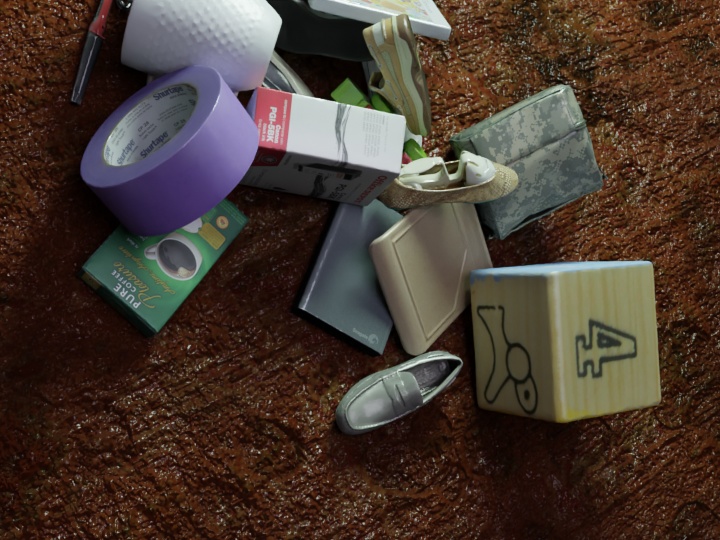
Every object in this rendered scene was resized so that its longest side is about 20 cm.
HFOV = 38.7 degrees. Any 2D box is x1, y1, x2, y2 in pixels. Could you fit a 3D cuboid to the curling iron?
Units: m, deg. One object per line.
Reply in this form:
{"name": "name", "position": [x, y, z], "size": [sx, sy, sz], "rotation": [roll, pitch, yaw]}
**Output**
{"name": "curling iron", "position": [-0.325, -0.298, 1.302], "size": [0.049, 0.026, 0.201], "rotation": [26, 67, -19]}

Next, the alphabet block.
{"name": "alphabet block", "position": [0.285, 0.093, 1.443], "size": [0.195, 0.195, 0.202], "rotation": [-5, 93, -29]}

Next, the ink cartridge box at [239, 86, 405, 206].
{"name": "ink cartridge box", "position": [-0.057, -0.156, 1.332], "size": [0.198, 0.147, 0.084], "rotation": [9, 74, -15]}

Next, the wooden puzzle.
{"name": "wooden puzzle", "position": [0.101, -0.009, 1.442], "size": [0.200, 0.037, 0.186], "rotation": [-39, 120, -34]}

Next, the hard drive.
{"name": "hard drive", "position": [0.000, 0.000, 1.414], "size": [0.139, 0.033, 0.201], "rotation": [30, 65, -21]}

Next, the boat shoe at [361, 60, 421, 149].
{"name": "boat shoe", "position": [0.055, -0.261, 1.485], "size": [0.070, 0.070, 0.202], "rotation": [-9, 84, -30]}

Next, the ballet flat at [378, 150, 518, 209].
{"name": "ballet flat", "position": [0.122, -0.125, 1.387], "size": [0.198, 0.066, 0.071], "rotation": [-11, 49, -11]}

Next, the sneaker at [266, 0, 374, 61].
{"name": "sneaker", "position": [-0.050, -0.349, 1.445], "size": [0.198, 0.084, 0.121], "rotation": [17, 22, 7]}

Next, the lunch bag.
{"name": "lunch bag", "position": [0.243, -0.156, 1.502], "size": [0.199, 0.139, 0.169], "rotation": [-26, 96, 1]}

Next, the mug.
{"name": "mug", "position": [-0.202, -0.278, 1.295], "size": [0.174, 0.148, 0.201], "rotation": [17, 112, -9]}

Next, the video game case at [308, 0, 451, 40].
{"name": "video game case", "position": [0.013, -0.385, 1.435], "size": [0.198, 0.023, 0.183], "rotation": [9, 32, -18]}

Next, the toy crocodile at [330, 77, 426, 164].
{"name": "toy crocodile", "position": [0.034, -0.184, 1.445], "size": [0.200, 0.067, 0.062], "rotation": [52, 15, -8]}

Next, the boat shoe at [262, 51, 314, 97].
{"name": "boat shoe", "position": [-0.120, -0.254, 1.405], "size": [0.063, 0.073, 0.200], "rotation": [-37, 107, 12]}

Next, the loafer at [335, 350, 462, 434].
{"name": "loafer", "position": [0.054, 0.160, 1.383], "size": [0.199, 0.070, 0.070], "rotation": [-29, 94, -32]}

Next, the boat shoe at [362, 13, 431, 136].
{"name": "boat shoe", "position": [0.048, -0.260, 1.394], "size": [0.201, 0.075, 0.072], "rotation": [69, 13, -46]}

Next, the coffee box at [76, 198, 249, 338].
{"name": "coffee box", "position": [-0.243, -0.029, 1.274], "size": [0.123, 0.044, 0.201], "rotation": [42, 61, -13]}

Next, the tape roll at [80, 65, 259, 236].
{"name": "tape roll", "position": [-0.224, -0.142, 1.205], "size": [0.201, 0.199, 0.085], "rotation": [-58, 132, -27]}
